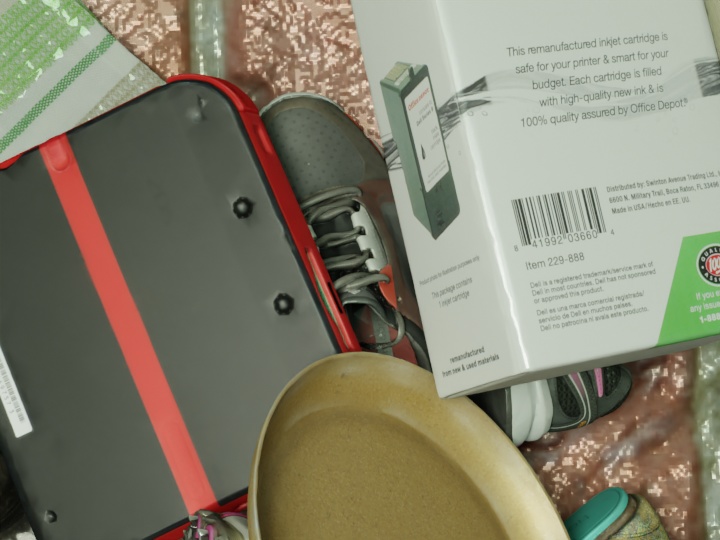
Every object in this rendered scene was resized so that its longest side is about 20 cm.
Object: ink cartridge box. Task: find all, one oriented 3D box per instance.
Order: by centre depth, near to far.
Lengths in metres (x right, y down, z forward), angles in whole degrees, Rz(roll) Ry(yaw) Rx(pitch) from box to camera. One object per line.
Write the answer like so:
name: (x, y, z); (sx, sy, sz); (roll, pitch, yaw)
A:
ink cartridge box: (0.092, -0.056, 0.767); (0.145, 0.084, 0.201); (-8, 82, -26)

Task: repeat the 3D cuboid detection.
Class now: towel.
towel: (-0.179, -0.072, 0.861); (0.200, 0.031, 0.149); (44, 75, 3)

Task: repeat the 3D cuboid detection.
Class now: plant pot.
plant pot: (0.025, 0.130, 0.711); (0.027, 0.200, 0.201); (-36, 83, 35)

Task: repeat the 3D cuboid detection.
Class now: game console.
game console: (-0.101, 0.023, 0.793); (0.176, 0.031, 0.201); (-26, 80, 9)

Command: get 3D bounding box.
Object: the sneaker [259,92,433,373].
sneaker: (0.000, 0.000, 0.830); (0.077, 0.082, 0.201); (-23, 84, 0)

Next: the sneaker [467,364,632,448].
sneaker: (0.084, -0.013, 0.843); (0.086, 0.080, 0.202); (-5, 82, -21)

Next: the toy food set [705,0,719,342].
toy food set: (0.195, -0.072, 0.849); (0.143, 0.060, 0.201); (-15, 82, 12)

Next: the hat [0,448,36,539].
hat: (-0.213, 0.079, 0.832); (0.199, 0.081, 0.202); (0, 84, 1)

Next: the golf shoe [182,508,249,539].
golf shoe: (-0.041, 0.154, 0.761); (0.091, 0.200, 0.073); (7, 72, -3)

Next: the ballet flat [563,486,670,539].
ballet flat: (0.070, 0.185, 0.821); (0.199, 0.071, 0.071); (-34, 84, -1)
